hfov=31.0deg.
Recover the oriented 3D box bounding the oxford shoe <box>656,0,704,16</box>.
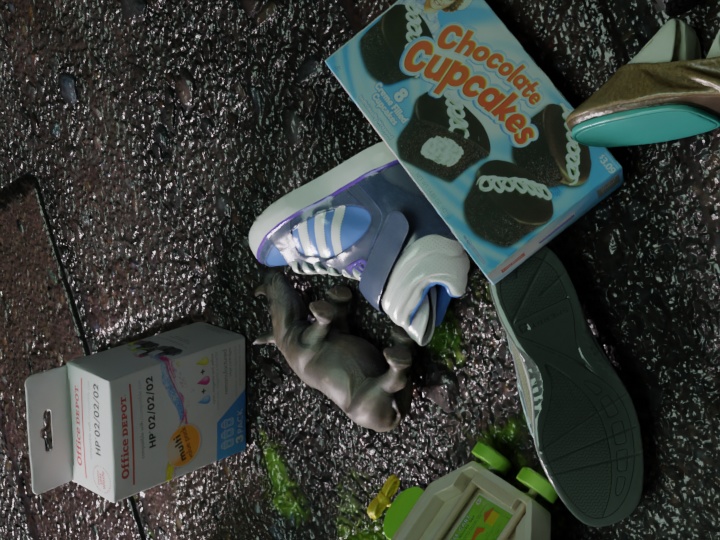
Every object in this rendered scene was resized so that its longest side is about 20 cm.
[{"bbox_3d":[0.212,-0.248,0.744,0.085,0.072,0.201,56,133,21],"label":"oxford shoe"}]

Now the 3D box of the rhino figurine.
[{"bbox_3d":[-0.028,0.062,1.079,0.199,0.059,0.089,32,124,37],"label":"rhino figurine"}]

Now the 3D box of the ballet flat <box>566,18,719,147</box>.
[{"bbox_3d":[0.216,-0.121,0.788,0.198,0.067,0.073,-3,78,45],"label":"ballet flat"}]

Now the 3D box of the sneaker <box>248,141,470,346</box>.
[{"bbox_3d":[0.000,0.000,1.016,0.199,0.080,0.148,-30,76,40],"label":"sneaker"}]

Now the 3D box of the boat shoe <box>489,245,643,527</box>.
[{"bbox_3d":[0.144,0.078,0.914,0.074,0.065,0.204,-23,88,7],"label":"boat shoe"}]

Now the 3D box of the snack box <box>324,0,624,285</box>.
[{"bbox_3d":[0.077,-0.105,0.900,0.116,0.037,0.201,-38,70,4],"label":"snack box"}]

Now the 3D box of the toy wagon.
[{"bbox_3d":[0.067,0.205,0.977,0.156,0.039,0.200,-54,24,-7],"label":"toy wagon"}]

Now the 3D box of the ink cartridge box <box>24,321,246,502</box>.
[{"bbox_3d":[-0.196,0.129,1.164,0.067,0.199,0.117,15,112,41],"label":"ink cartridge box"}]
